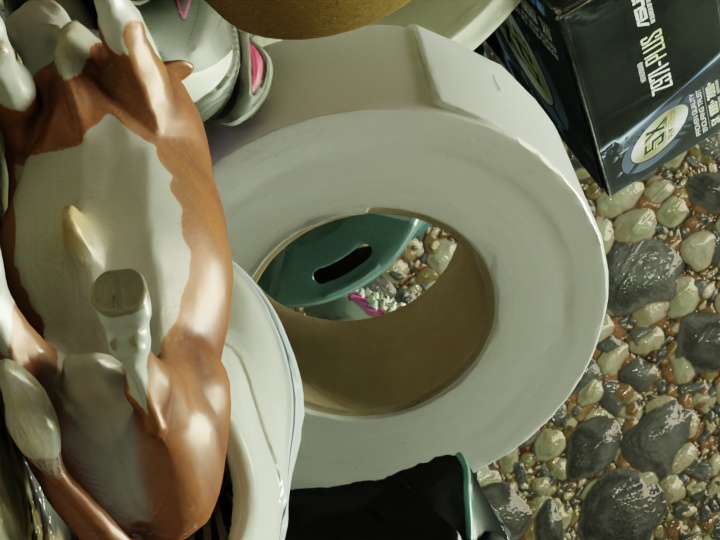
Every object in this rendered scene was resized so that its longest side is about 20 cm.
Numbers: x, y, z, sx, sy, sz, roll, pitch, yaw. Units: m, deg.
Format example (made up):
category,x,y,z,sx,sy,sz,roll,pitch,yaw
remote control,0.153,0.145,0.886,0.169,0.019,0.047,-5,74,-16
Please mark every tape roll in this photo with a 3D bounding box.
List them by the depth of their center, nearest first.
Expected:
category,x,y,z,sx,sy,sz,roll,pitch,yaw
tape roll,0.000,0.000,0.782,0.071,0.202,0.202,-101,180,-55

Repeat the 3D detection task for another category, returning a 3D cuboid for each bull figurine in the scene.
category,x,y,z,sx,sy,sz,roll,pitch,yaw
bull figurine,-0.074,-0.019,0.516,0.121,0.065,0.200,71,3,-57

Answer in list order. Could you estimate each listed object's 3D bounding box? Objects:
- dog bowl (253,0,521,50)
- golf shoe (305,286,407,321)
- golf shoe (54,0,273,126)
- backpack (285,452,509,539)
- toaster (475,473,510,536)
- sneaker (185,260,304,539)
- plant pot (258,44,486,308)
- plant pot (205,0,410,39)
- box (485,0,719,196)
category,x,y,z,sx,sy,sz,roll,pitch,yaw
dog bowl,0.009,-0.167,0.818,0.074,0.200,0.200,46,-16,27
golf shoe,0.004,0.057,1.019,0.092,0.075,0.200,-66,-169,-2
golf shoe,-0.094,-0.143,0.719,0.088,0.077,0.200,35,27,-58
backpack,0.017,0.190,0.783,0.200,0.153,0.176,51,25,-60
toaster,0.021,0.207,1.169,0.114,0.129,0.200,42,23,-26
sneaker,-0.054,0.052,0.601,0.200,0.073,0.071,-102,-177,-46
plant pot,-0.030,-0.077,1.001,0.196,0.200,0.200,-72,151,-75
plant pot,-0.034,-0.180,0.606,0.186,0.186,0.200,-102,174,-47
box,0.105,-0.169,0.998,0.200,0.086,0.164,57,-3,33
